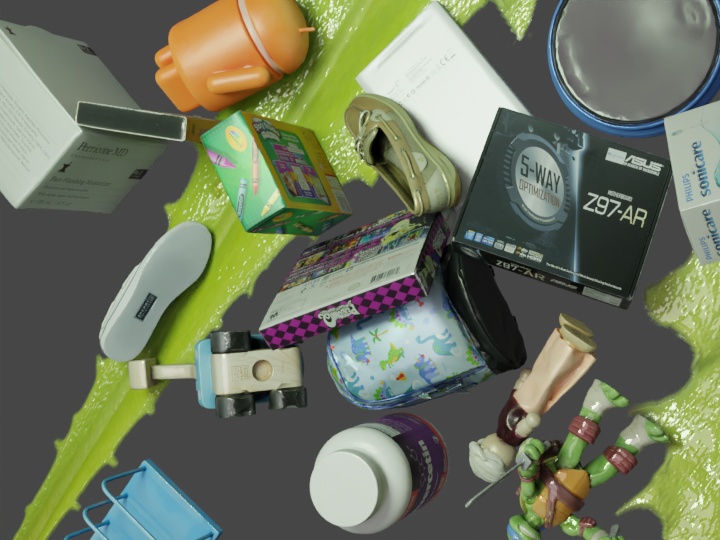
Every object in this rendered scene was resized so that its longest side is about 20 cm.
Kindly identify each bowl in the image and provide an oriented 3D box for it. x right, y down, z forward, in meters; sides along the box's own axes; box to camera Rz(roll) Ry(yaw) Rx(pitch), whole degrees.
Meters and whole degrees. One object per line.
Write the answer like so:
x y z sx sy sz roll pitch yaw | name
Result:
0.295 -0.244 1.261 0.199 0.039 0.203 0 91 22 | bowl

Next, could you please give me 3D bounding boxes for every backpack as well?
0.058 0.076 1.318 0.199 0.153 0.164 -24 88 32 | backpack

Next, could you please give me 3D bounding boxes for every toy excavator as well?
-0.174 0.124 1.430 0.193 0.200 0.101 -5 87 -19 | toy excavator

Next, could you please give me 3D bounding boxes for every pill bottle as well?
0.020 0.222 1.291 0.111 0.200 0.114 0 91 22 | pill bottle

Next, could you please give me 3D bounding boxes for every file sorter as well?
-0.298 0.364 1.464 0.139 0.123 0.201 39 104 16 | file sorter

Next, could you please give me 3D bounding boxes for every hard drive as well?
0.101 -0.188 1.347 0.132 0.027 0.201 -41 76 18 | hard drive

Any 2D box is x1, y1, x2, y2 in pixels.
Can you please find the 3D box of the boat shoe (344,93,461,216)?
0.033 -0.131 1.322 0.201 0.063 0.074 50 146 34 | boat shoe

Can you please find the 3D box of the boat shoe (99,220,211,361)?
-0.264 0.018 1.473 0.200 0.074 0.065 -51 30 -4 | boat shoe

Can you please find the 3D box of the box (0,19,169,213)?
-0.379 -0.185 1.447 0.131 0.199 0.200 -46 75 17 | box

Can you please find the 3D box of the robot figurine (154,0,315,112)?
-0.145 -0.262 1.393 0.199 0.144 0.117 -26 95 13 | robot figurine

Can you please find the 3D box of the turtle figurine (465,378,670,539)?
0.232 0.222 1.219 0.144 0.200 0.194 38 88 21 | turtle figurine

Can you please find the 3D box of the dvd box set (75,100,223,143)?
-0.216 -0.169 1.381 0.145 0.200 0.030 11 97 22 | dvd box set

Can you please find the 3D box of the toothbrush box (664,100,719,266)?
0.410 -0.106 1.153 0.198 0.086 0.147 -17 41 20 | toothbrush box

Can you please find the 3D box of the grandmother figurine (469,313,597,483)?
0.182 0.147 1.274 0.060 0.121 0.201 33 107 4 | grandmother figurine

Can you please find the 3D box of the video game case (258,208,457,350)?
0.000 0.000 1.305 0.199 0.182 0.036 -21 113 25 | video game case

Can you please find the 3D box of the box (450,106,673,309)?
0.214 -0.067 1.249 0.198 0.044 0.161 20 77 11 | box

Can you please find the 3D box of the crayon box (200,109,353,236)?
-0.090 -0.105 1.331 0.058 0.200 0.120 -30 80 19 | crayon box
